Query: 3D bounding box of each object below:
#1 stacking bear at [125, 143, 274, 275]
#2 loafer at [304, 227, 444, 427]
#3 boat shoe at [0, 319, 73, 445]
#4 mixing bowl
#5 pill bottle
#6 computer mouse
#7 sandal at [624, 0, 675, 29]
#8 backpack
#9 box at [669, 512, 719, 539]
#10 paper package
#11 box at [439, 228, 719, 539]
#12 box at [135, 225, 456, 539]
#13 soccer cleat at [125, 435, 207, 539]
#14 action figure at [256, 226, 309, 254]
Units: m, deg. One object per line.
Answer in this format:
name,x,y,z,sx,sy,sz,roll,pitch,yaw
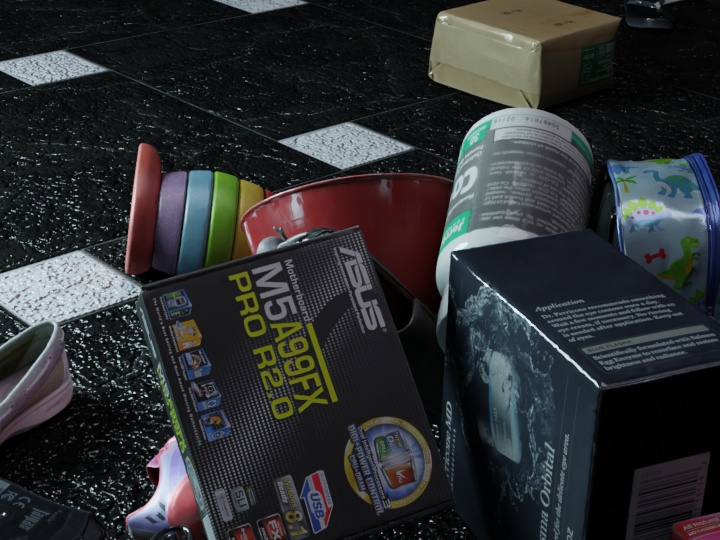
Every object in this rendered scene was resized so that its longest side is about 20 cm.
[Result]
stacking bear,-0.118,-0.039,1.291,0.198,0.122,0.114,7,22,-9
loafer,0.024,0.048,1.046,0.073,0.200,0.072,-49,8,-12
boat shoe,-0.292,0.102,1.013,0.074,0.065,0.202,17,29,28
mixing bowl,0.000,0.000,1.163,0.198,0.109,0.200,-6,-14,-2
pill bottle,0.121,-0.022,1.069,0.112,0.114,0.201,7,49,9
computer mouse,-0.214,0.195,0.852,0.198,0.046,0.141,12,27,11
sandal,0.475,-0.441,2.269,0.075,0.043,0.200,1,25,-3
backpack,0.252,0.011,1.083,0.146,0.201,0.183,-5,24,5
box,0.291,0.199,0.829,0.199,0.096,0.100,-8,26,-21
paper package,0.231,-0.305,1.886,0.190,0.104,0.199,25,32,37
box,0.145,0.105,0.896,0.117,0.198,0.200,-9,27,-21
box,-0.045,0.087,0.902,0.159,0.201,0.044,-15,-12,-17
soccer cleat,-0.115,0.128,0.982,0.076,0.067,0.200,-1,28,3
action figure,-0.040,0.058,0.996,0.069,0.130,0.201,-7,67,-25
